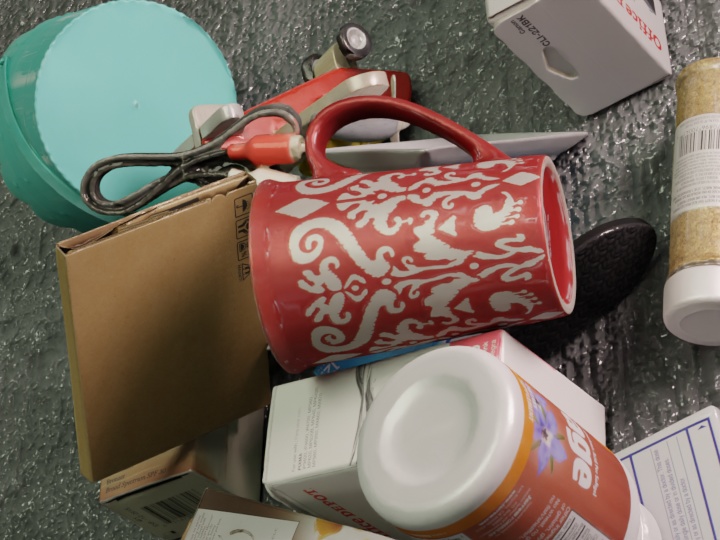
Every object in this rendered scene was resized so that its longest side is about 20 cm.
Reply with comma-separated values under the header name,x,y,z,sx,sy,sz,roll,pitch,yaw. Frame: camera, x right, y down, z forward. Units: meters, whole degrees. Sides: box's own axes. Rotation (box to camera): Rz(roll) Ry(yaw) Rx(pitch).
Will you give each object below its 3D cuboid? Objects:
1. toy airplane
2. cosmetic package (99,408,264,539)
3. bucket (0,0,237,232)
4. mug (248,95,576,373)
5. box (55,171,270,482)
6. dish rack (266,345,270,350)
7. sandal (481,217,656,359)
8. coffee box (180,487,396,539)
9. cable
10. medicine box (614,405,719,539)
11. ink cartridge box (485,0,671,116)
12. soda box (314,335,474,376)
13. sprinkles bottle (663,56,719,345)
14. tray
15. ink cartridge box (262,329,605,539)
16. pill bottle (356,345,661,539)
name,x,y,z,sx,sy,sz,roll,pitch,yaw
toy airplane,-0.046,-0.095,1.776,0.198,0.200,0.142,-32,88,7
cosmetic package,-0.139,0.100,1.785,0.103,0.087,0.201,-23,50,30
bucket,-0.207,-0.130,1.888,0.208,0.206,0.135,-64,17,-12
mug,0.034,-0.030,1.507,0.198,0.133,0.179,-8,97,15
box,-0.141,0.042,1.632,0.163,0.202,0.021,-23,39,-28
dish rack,0.000,0.000,1.701,0.172,0.043,0.200,-48,3,4
sandal,0.127,0.025,1.613,0.200,0.075,0.045,-43,44,15
coffee box,-0.028,0.226,1.583,0.199,0.114,0.080,9,69,44
cable,-0.118,-0.078,1.681,0.198,0.050,0.098,3,101,9
medicine box,0.183,0.219,1.411,0.199,0.103,0.183,-30,47,24
ink cartridge box,0.159,-0.242,1.708,0.083,0.144,0.201,-24,50,28
soda box,0.062,0.032,1.671,0.200,0.064,0.068,-49,43,4
sprinkles bottle,0.249,-0.050,1.558,0.068,0.068,0.202,-15,54,34
tray,0.072,-0.087,1.670,0.107,0.199,0.022,3,98,41
ink cartridge box,0.052,0.124,1.557,0.199,0.145,0.086,-17,55,32
pill bottle,0.095,0.135,1.320,0.112,0.200,0.113,-21,51,28
